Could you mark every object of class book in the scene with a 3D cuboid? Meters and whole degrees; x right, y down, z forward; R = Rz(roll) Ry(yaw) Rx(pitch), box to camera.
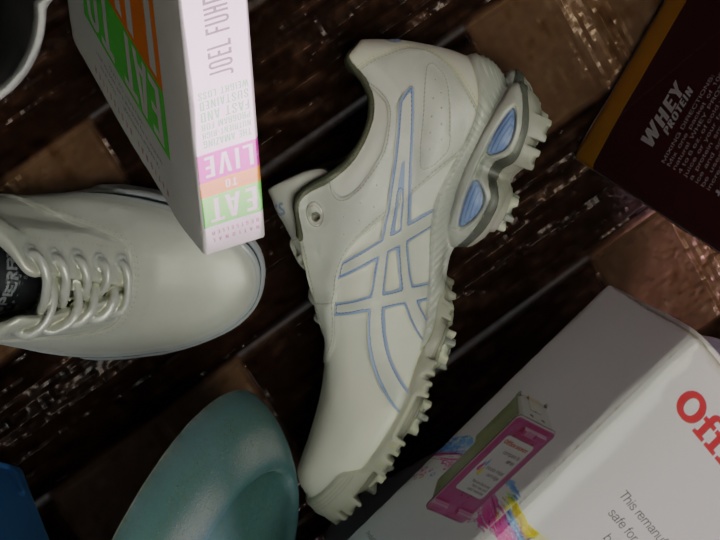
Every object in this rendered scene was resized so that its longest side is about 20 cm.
[{"bbox_3d":[-0.071,-0.120,0.978,0.048,0.134,0.201,-17,140,-13],"label":"book"}]

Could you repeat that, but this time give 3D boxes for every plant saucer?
[{"bbox_3d":[-0.070,0.146,1.084,0.027,0.200,0.201,21,101,16],"label":"plant saucer"}]

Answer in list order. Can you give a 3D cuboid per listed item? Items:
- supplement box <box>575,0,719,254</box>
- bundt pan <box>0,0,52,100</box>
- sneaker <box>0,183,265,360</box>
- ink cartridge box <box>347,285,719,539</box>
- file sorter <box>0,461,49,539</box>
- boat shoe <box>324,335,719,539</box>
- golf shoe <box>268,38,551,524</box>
[{"bbox_3d":[0.221,-0.076,1.105,0.132,0.200,0.198,27,96,-25],"label":"supplement box"},{"bbox_3d":[-0.206,-0.135,0.993,0.200,0.076,0.203,-5,110,-14],"label":"bundt pan"},{"bbox_3d":[-0.128,0.006,1.074,0.199,0.071,0.074,2,106,-21],"label":"sneaker"},{"bbox_3d":[0.089,0.129,1.103,0.200,0.085,0.145,-43,114,-4],"label":"ink cartridge box"},{"bbox_3d":[-0.229,0.131,1.037,0.199,0.139,0.123,17,103,-22],"label":"file sorter"},{"bbox_3d":[0.083,0.099,1.186,0.199,0.071,0.070,-30,125,-8],"label":"boat shoe"},{"bbox_3d":[0.000,0.000,1.131,0.097,0.078,0.201,21,93,-7],"label":"golf shoe"}]
